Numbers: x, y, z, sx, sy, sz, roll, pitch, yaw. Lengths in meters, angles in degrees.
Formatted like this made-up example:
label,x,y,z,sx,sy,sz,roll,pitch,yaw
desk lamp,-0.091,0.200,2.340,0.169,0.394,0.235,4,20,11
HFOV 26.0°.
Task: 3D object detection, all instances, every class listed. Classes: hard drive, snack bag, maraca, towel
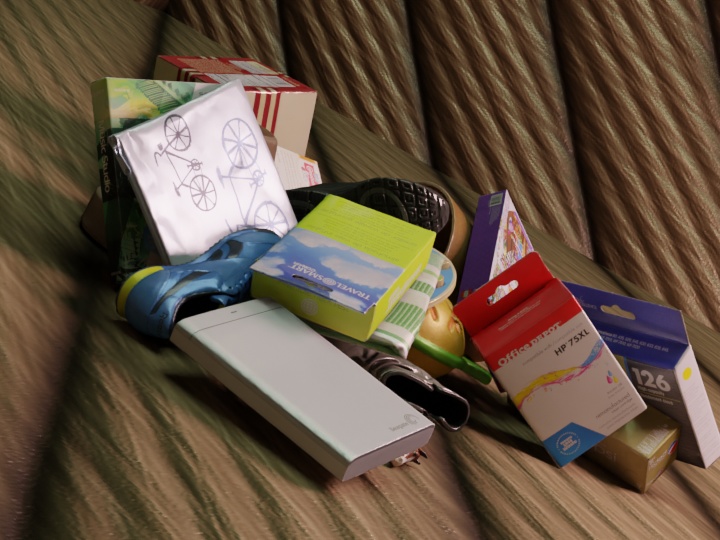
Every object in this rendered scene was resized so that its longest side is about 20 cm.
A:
label,x,y,z,sx,sy,sz,roll,pitch,yaw
hard drive,-0.048,0.095,1.324,0.200,0.027,0.132,37,27,24
snack bag,-0.148,-0.073,1.532,0.021,0.189,0.200,-12,14,40
maraca,0.063,0.070,1.687,0.200,0.107,0.137,31,8,-35
towel,-0.006,0.014,1.523,0.152,0.023,0.200,16,28,4

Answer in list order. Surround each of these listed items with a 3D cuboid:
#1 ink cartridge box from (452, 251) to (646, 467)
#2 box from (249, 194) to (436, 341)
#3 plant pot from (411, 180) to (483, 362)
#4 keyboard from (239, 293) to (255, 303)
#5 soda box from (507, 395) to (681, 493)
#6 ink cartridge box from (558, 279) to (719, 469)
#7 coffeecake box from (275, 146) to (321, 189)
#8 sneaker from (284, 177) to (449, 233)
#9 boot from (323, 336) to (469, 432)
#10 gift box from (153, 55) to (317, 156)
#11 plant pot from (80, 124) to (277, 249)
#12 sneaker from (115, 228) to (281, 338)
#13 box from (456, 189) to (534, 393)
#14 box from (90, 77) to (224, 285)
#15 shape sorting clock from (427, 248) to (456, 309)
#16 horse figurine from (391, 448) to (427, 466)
label,x,y,z,sx,sy,sz,roll,pitch,yaw
ink cartridge box,0.199,0.093,1.654,0.200,0.116,0.067,54,2,-19
box,-0.017,-0.003,1.473,0.122,0.048,0.200,21,29,13
plant pot,0.097,0.022,1.866,0.200,0.187,0.186,37,2,-37
keyboard,-0.105,0.053,1.565,0.200,0.040,0.104,0,35,-50
soda box,0.261,0.162,1.765,0.200,0.064,0.068,34,-32,30
ink cartridge box,0.300,0.117,1.763,0.197,0.047,0.200,15,-42,50
coffeecake box,-0.138,-0.089,1.893,0.200,0.073,0.154,20,40,-33
sneaker,-0.004,-0.068,1.652,0.199,0.076,0.091,2,13,8
boot,0.004,0.089,1.476,0.200,0.068,0.131,24,-3,-24
gift box,-0.163,-0.168,2.053,0.199,0.187,0.184,-1,23,-36
plant pot,-0.177,-0.089,1.679,0.200,0.175,0.200,25,10,-5
sneaker,-0.129,0.018,1.442,0.078,0.066,0.200,29,34,32
box,0.163,0.022,1.778,0.137,0.039,0.200,62,27,-30
box,-0.189,-0.088,1.543,0.144,0.201,0.036,-3,-7,-42
shape sorting clock,0.000,0.000,1.617,0.199,0.039,0.200,-1,28,1
horse figurine,-0.041,0.108,1.395,0.200,0.050,0.132,35,20,26
